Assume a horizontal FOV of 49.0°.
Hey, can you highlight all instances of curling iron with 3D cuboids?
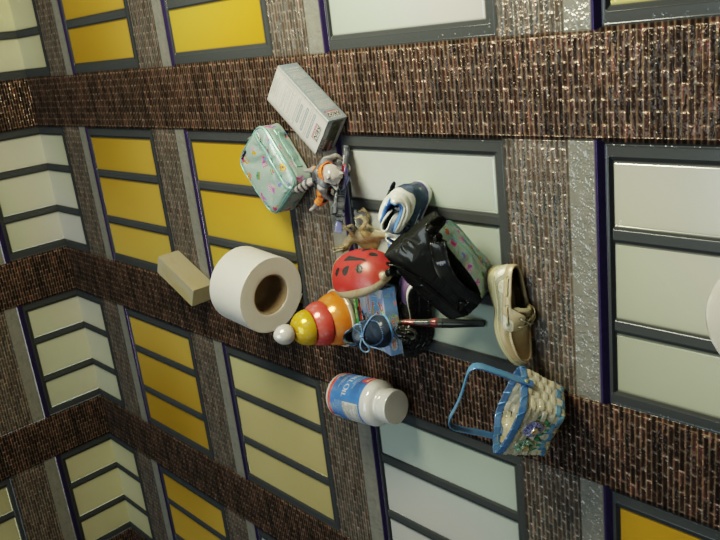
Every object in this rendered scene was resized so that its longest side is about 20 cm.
[{"bbox_3d":[0.166,0.119,1.667,0.199,0.026,0.050,-9,106,22],"label":"curling iron"}]

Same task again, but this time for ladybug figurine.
[{"bbox_3d":[0.000,0.000,1.744,0.072,0.136,0.200,53,155,-20],"label":"ladybug figurine"}]

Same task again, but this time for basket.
[{"bbox_3d":[0.283,0.265,1.521,0.199,0.139,0.177,16,128,4],"label":"basket"}]

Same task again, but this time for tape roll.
[{"bbox_3d":[-0.272,0.048,2.054,0.139,0.202,0.203,17,119,43],"label":"tape roll"}]

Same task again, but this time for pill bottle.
[{"bbox_3d":[0.018,0.314,1.909,0.200,0.112,0.113,2,108,47],"label":"pill bottle"}]

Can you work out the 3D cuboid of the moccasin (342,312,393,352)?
[{"bbox_3d":[0.014,0.147,1.725,0.200,0.068,0.081,138,117,-68],"label":"moccasin"}]

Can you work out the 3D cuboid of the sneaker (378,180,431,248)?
[{"bbox_3d":[0.070,-0.088,1.631,0.080,0.146,0.201,32,125,21],"label":"sneaker"}]

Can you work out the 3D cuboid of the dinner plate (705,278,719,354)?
[{"bbox_3d":[0.616,0.085,1.191,0.200,0.024,0.201,25,125,42],"label":"dinner plate"}]

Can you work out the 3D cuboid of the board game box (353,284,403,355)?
[{"bbox_3d":[0.035,0.096,1.796,0.200,0.036,0.152,-159,59,-67],"label":"board game box"}]

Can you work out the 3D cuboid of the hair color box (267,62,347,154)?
[{"bbox_3d":[-0.125,-0.372,1.807,0.200,0.061,0.099,50,138,22],"label":"hair color box"}]

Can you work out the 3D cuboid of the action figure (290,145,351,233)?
[{"bbox_3d":[-0.085,-0.180,1.781,0.193,0.104,0.201,149,127,-67],"label":"action figure"}]

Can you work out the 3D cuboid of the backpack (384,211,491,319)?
[{"bbox_3d":[0.166,-0.008,1.544,0.200,0.127,0.167,45,137,-9],"label":"backpack"}]

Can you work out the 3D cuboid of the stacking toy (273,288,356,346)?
[{"bbox_3d":[-0.121,0.134,1.909,0.146,0.199,0.147,35,132,51],"label":"stacking toy"}]

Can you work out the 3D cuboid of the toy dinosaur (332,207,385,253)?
[{"bbox_3d":[0.015,-0.088,1.793,0.199,0.058,0.101,-8,118,37],"label":"toy dinosaur"}]

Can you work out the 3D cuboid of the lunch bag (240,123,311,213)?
[{"bbox_3d":[-0.211,-0.256,1.945,0.200,0.077,0.160,57,140,14],"label":"lunch bag"}]

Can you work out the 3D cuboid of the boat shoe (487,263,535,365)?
[{"bbox_3d":[0.299,0.086,1.519,0.065,0.072,0.201,-10,93,51],"label":"boat shoe"}]

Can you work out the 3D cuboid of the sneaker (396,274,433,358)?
[{"bbox_3d":[0.113,0.095,1.752,0.088,0.075,0.201,-133,40,-53],"label":"sneaker"}]

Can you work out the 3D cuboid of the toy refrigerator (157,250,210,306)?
[{"bbox_3d":[-0.546,0.025,2.457,0.200,0.076,0.070,38,132,31],"label":"toy refrigerator"}]
